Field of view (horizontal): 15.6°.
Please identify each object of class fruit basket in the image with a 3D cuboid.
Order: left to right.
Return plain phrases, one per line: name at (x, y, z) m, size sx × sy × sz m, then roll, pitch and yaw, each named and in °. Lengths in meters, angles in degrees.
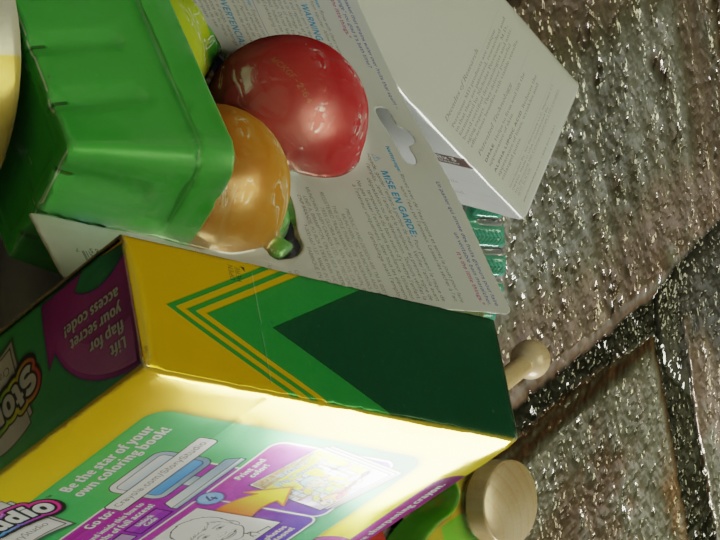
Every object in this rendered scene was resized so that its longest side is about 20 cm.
fruit basket at (-0.057, -0.052, 1.022) m, size 0.200 × 0.094 × 0.185 m, roll 8°, pitch 44°, yaw -39°

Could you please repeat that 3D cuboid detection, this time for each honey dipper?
honey dipper at (0.052, 0.077, 1.384) m, size 0.200 × 0.038 × 0.038 m, roll -32°, pitch 119°, yaw -53°

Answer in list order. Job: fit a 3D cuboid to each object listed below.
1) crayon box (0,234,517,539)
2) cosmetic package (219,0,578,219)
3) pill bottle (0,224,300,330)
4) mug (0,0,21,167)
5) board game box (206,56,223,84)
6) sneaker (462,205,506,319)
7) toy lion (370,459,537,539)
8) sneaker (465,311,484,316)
crayon box at (-0.072, 0.069, 0.982) m, size 0.172 × 0.200 × 0.058 m, roll 15°, pitch 53°, yaw -38°
cosmetic package at (0.007, -0.108, 1.238) m, size 0.200 × 0.113 × 0.081 m, roll 38°, pitch 69°, yaw -50°
pill bottle at (-0.097, 0.018, 1.066) m, size 0.200 × 0.116 × 0.116 m, roll 3°, pitch 89°, yaw -22°
mug at (-0.215, -0.065, 0.926) m, size 0.153 × 0.187 × 0.149 m, roll 0°, pitch 131°, yaw -49°
board game box at (-0.032, -0.173, 1.314) m, size 0.200 × 0.035 × 0.136 m, roll -45°, pitch 128°, yaw -46°
sneaker at (0.038, -0.029, 1.408) m, size 0.074 × 0.088 × 0.200 m, roll 11°, pitch 106°, yaw -18°
toy lion at (-0.002, 0.166, 1.370) m, size 0.192 × 0.069 × 0.200 m, roll 35°, pitch 62°, yaw -44°
sneaker at (0.000, 0.000, 1.270) m, size 0.200 × 0.090 × 0.067 m, roll 8°, pitch 69°, yaw -37°
